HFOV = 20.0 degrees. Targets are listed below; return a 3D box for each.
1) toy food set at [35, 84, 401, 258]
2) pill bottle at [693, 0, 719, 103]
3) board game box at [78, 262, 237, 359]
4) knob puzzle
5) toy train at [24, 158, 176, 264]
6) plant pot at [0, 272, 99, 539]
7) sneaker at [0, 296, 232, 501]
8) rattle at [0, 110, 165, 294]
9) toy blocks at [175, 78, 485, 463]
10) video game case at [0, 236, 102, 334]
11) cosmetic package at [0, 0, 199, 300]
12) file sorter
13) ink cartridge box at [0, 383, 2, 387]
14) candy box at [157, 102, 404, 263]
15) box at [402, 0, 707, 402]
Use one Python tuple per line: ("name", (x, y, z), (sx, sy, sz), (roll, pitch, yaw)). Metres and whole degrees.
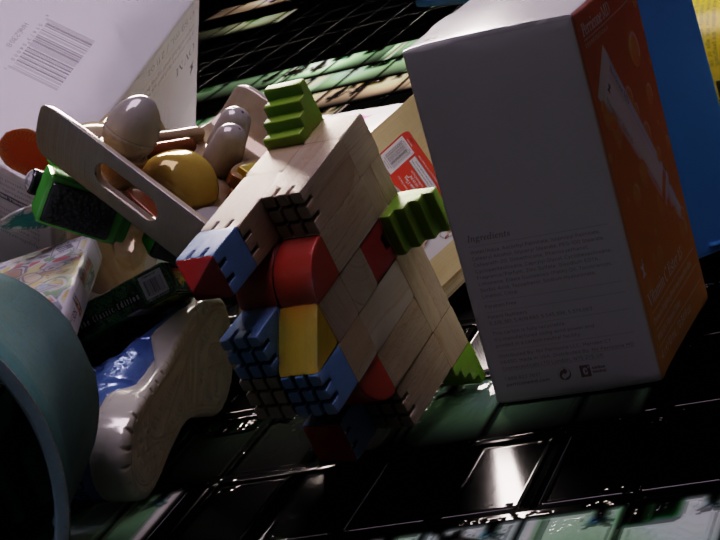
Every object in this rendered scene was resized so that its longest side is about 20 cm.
("toy food set", (-0.076, -0.061, 1.189), (0.143, 0.061, 0.200), (35, 26, 22))
("pill bottle", (0.253, -0.144, 1.471), (0.199, 0.115, 0.114), (-10, 16, 25))
("board game box", (-0.132, 0.026, 1.290), (0.104, 0.024, 0.200), (-25, -6, 11))
("knob puzzle", (0.000, 0.000, 1.265), (0.219, 0.030, 0.221), (-28, 39, 25))
("toy train", (-0.102, -0.022, 1.205), (0.199, 0.042, 0.056), (17, 14, -20))
("plant pot", (-0.217, 0.088, 0.993), (0.199, 0.202, 0.196), (-14, 9, 7))
("sneaker", (-0.150, 0.071, 1.189), (0.110, 0.077, 0.200), (-1, 25, 17))
("rattle", (-0.129, -0.040, 1.299), (0.142, 0.131, 0.200), (28, -7, 16))
("toy blocks", (-0.018, 0.021, 1.065), (0.099, 0.201, 0.137), (-7, 32, 35))
("video game case", (-0.253, 0.040, 1.181), (0.199, 0.023, 0.182), (-18, 16, 3))
("cosmetic package", (-0.212, -0.091, 1.453), (0.122, 0.200, 0.200), (26, 58, 10))
("file sorter", (0.133, -0.097, 1.269), (0.138, 0.201, 0.123), (-20, 11, -17))
("ink cartridge box", (-0.299, 0.096, 1.248), (0.144, 0.084, 0.200), (-5, 20, 38))
("candy box", (-0.052, -0.067, 1.601), (0.199, 0.072, 0.168), (-5, 19, 39))
("box", (0.110, -0.048, 1.105), (0.097, 0.201, 0.124), (-9, 16, 25))
